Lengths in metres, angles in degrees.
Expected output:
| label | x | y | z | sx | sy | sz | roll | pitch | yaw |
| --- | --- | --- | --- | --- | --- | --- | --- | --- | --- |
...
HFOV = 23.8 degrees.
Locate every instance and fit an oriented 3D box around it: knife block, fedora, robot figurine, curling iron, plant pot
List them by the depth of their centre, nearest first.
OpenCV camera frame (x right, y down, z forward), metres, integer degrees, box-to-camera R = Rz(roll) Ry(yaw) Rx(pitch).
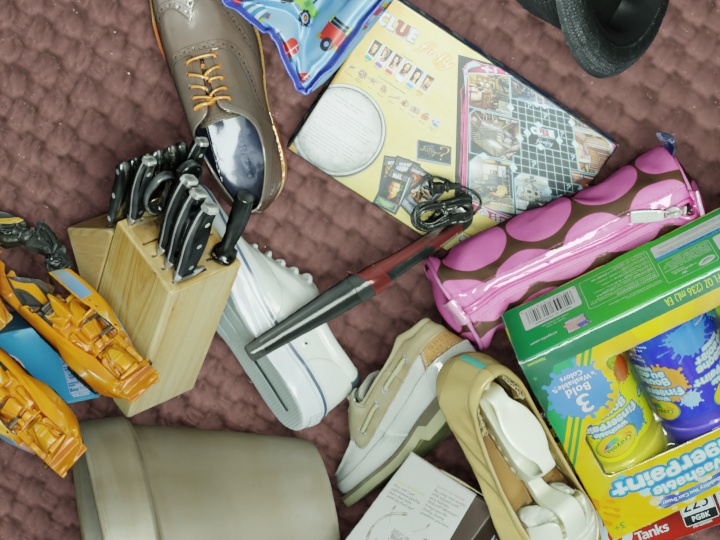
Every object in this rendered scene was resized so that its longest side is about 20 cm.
| label | x | y | z | sx | sy | sz | roll | pitch | yaw |
| --- | --- | --- | --- | --- | --- | --- | --- | --- | --- |
| fedora | 0.143 | -0.233 | 1.162 | 0.091 | 0.200 | 0.201 | 12 | 108 | 34 |
| robot figurine | -0.243 | 0.041 | 1.195 | 0.200 | 0.058 | 0.145 | 40 | 76 | 19 |
| knife block | -0.126 | 0.009 | 1.198 | 0.064 | 0.175 | 0.201 | -23 | 107 | -35 |
| curling iron | 0.000 | 0.000 | 1.216 | 0.200 | 0.026 | 0.050 | -37 | 112 | -2 |
| plant pot | -0.111 | 0.197 | 1.253 | 0.173 | 0.200 | 0.201 | -8 | 105 | -15 |

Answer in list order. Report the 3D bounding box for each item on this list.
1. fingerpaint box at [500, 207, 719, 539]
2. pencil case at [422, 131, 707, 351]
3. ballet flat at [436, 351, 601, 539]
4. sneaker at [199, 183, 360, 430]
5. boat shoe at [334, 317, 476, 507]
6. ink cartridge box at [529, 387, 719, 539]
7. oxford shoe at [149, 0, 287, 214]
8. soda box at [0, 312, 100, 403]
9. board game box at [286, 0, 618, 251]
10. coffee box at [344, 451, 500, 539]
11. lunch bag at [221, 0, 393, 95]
| label | x | y | z | sx | sy | sz | roll | pitch | yaw |
| --- | --- | --- | --- | --- | --- | --- | --- | --- | --- |
| fingerpaint box | 0.222 | 0.066 | 1.156 | 0.199 | 0.073 | 0.167 | -26 | 118 | 7 |
| pencil case | 0.144 | -0.015 | 1.194 | 0.199 | 0.094 | 0.091 | -28 | 109 | 4 |
| ballet flat | 0.115 | 0.144 | 1.142 | 0.069 | 0.063 | 0.200 | -39 | 106 | -21 |
| sneaker | -0.072 | 0.019 | 1.259 | 0.071 | 0.073 | 0.200 | -31 | 92 | -33 |
| boat shoe | 0.028 | 0.103 | 1.247 | 0.068 | 0.075 | 0.200 | 51 | 137 | 11 |
| ink cartridge box | 0.233 | 0.097 | 1.265 | 0.199 | 0.084 | 0.176 | -22 | 103 | 6 |
| oxford shoe | -0.099 | -0.135 | 1.209 | 0.071 | 0.073 | 0.201 | -21 | 104 | 6 |
| soda box | -0.290 | 0.076 | 1.268 | 0.199 | 0.068 | 0.064 | -11 | 103 | 3 |
| board game box | 0.066 | -0.092 | 1.240 | 0.200 | 0.035 | 0.136 | 33 | 103 | -8 |
| coffee box | 0.019 | 0.243 | 1.204 | 0.080 | 0.113 | 0.200 | 30 | 74 | 27 |
| lunch bag | 0.012 | -0.223 | 1.145 | 0.200 | 0.151 | 0.094 | -39 | 101 | 10 |
